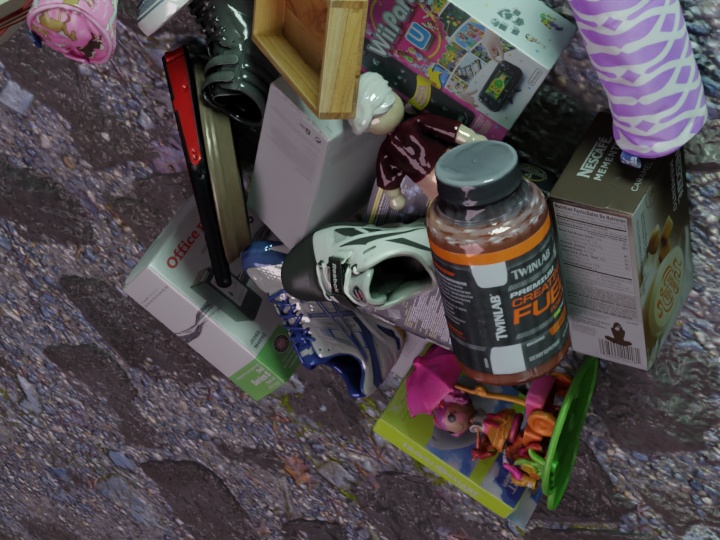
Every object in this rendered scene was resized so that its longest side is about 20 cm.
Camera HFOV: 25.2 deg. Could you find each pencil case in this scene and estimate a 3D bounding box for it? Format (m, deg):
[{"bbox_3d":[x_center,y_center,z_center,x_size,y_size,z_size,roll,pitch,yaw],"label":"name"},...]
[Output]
[{"bbox_3d":[-0.231,-0.281,1.421,0.086,0.202,0.083,-14,143,40],"label":"pencil case"},{"bbox_3d":[0.212,-0.182,1.262,0.085,0.084,0.201,34,156,48],"label":"pencil case"}]

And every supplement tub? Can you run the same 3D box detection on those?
[{"bbox_3d":[0.114,-0.008,1.370,0.106,0.107,0.201,10,131,33],"label":"supplement tub"}]

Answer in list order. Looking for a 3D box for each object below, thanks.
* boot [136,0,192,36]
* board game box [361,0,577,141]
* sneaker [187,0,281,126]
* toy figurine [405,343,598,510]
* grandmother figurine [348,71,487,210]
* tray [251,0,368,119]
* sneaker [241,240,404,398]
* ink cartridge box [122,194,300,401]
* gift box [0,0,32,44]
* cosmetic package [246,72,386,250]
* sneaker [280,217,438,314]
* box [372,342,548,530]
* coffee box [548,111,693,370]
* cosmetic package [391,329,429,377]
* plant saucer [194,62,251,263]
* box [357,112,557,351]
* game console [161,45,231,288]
[{"bbox_3d":[-0.152,-0.299,1.415,0.090,0.073,0.200,45,121,-7],"label":"boot"},{"bbox_3d":[0.066,-0.205,1.376,0.199,0.064,0.148,35,148,2],"label":"board game box"},{"bbox_3d":[-0.130,-0.219,1.502,0.200,0.099,0.071,44,149,-13],"label":"sneaker"},{"bbox_3d":[0.135,0.146,1.680,0.183,0.151,0.201,19,142,17],"label":"toy figurine"},{"bbox_3d":[0.062,-0.095,1.424,0.200,0.061,0.121,43,119,-14],"label":"grandmother figurine"},{"bbox_3d":[-0.045,-0.209,1.357,0.200,0.037,0.099,-128,40,-56],"label":"tray"},{"bbox_3d":[-0.045,0.050,1.638,0.199,0.089,0.075,36,150,-13],"label":"sneaker"},{"bbox_3d":[-0.138,0.020,1.778,0.200,0.146,0.084,40,147,-11],"label":"ink cartridge box"},{"bbox_3d":[-0.403,-0.284,1.575,0.184,0.186,0.201,-21,104,51],"label":"gift box"},{"bbox_3d":[-0.035,-0.116,1.531,0.085,0.107,0.200,44,149,14],"label":"cosmetic package"},{"bbox_3d":[0.000,0.000,1.498,0.199,0.089,0.075,-12,112,30],"label":"sneaker"},{"bbox_3d":[0.127,0.177,1.763,0.199,0.122,0.048,34,157,1],"label":"box"},{"bbox_3d":[0.232,-0.025,1.415,0.079,0.115,0.201,15,142,27],"label":"coffee box"},{"bbox_3d":[0.048,0.022,1.682,0.101,0.071,0.200,34,148,1],"label":"cosmetic package"},{"bbox_3d":[-0.135,-0.108,1.602,0.029,0.201,0.201,-9,141,-3],"label":"plant saucer"},{"bbox_3d":[0.080,-0.028,1.528,0.160,0.049,0.201,22,122,8],"label":"box"},{"bbox_3d":[-0.161,-0.107,1.631,0.031,0.178,0.201,-14,142,-5],"label":"game console"}]
